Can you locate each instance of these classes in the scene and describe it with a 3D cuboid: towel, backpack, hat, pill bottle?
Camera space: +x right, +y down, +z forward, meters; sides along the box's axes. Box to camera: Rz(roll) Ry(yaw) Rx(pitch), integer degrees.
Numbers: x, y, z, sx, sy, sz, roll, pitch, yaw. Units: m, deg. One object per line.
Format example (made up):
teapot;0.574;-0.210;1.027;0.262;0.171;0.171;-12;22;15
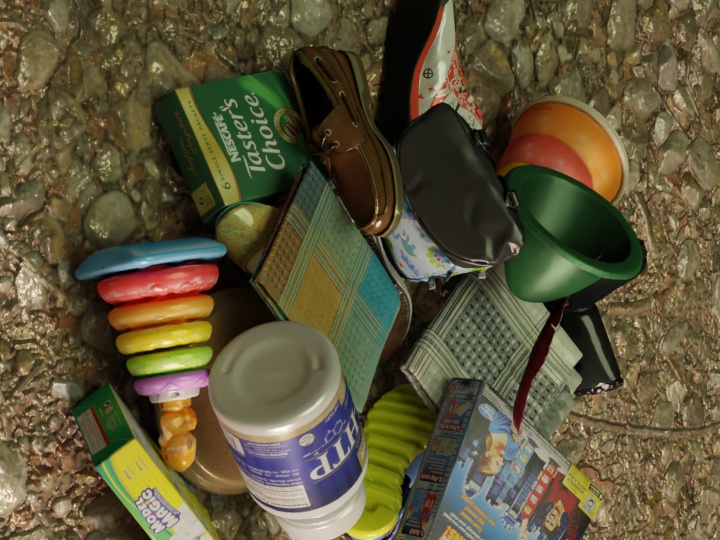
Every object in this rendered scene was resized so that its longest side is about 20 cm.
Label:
towel;0.146;0.106;1.817;0.201;0.034;0.193;53;54;-22
backpack;0.077;-0.063;1.706;0.164;0.153;0.200;60;7;0
towel;-0.029;0.018;1.612;0.200;0.022;0.147;55;44;-40
hat;0.170;0.016;1.768;0.177;0.165;0.200;-57;173;29
pill bottle;-0.057;0.152;1.569;0.120;0.119;0.201;-53;146;-29

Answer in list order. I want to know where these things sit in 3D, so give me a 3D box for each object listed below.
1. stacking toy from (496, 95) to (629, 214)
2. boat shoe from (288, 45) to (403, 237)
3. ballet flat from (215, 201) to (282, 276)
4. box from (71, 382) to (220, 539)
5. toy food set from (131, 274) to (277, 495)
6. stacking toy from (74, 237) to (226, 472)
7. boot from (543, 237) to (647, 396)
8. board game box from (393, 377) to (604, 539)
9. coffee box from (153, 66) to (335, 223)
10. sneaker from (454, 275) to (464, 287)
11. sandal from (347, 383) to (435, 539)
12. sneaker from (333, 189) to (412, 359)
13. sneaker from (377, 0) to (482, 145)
stacking toy;0.181;-0.081;1.853;0.200;0.145;0.147;-43;120;-37
boat shoe;-0.021;-0.118;1.617;0.068;0.072;0.201;5;53;-39
ballet flat;-0.071;-0.006;1.626;0.200;0.070;0.071;44;60;-64
box;-0.176;0.204;1.547;0.048;0.117;0.201;-36;119;-3
toy food set;-0.119;0.109;1.644;0.200;0.048;0.199;-36;116;-37
stacking toy;-0.168;0.076;1.528;0.109;0.116;0.202;-7;86;-42
boot;0.249;0.054;1.902;0.073;0.197;0.164;-24;101;-41
board game box;0.121;0.247;1.738;0.200;0.062;0.201;43;69;-24
coffee box;-0.087;-0.124;1.640;0.199;0.044;0.124;-16;79;-42
sneaker;0.148;0.091;1.894;0.111;0.073;0.202;-25;100;-37
sandal;0.029;0.203;1.786;0.201;0.079;0.087;-58;163;-33
sneaker;0.000;0.000;1.744;0.072;0.085;0.201;-22;132;-10
sneaker;0.081;-0.201;1.815;0.107;0.067;0.203;13;86;-44
